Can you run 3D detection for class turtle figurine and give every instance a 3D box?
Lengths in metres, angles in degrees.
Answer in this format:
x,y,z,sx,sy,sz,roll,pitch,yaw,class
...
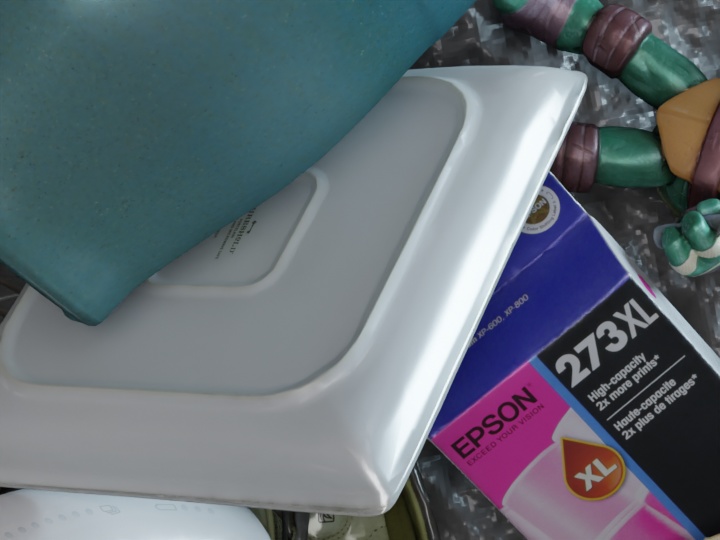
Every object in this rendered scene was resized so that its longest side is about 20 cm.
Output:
x,y,z,sx,sy,sz,roll,pitch,yaw,class
0.138,-0.051,0.970,0.199,0.101,0.150,17,60,17,turtle figurine

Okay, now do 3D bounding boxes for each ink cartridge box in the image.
x,y,z,sx,sy,sz,roll,pitch,yaw,class
0.091,0.059,0.946,0.095,0.037,0.200,-39,113,10,ink cartridge box

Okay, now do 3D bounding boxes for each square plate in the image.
x,y,z,sx,sy,sz,roll,pitch,yaw,class
-0.041,-0.004,0.910,0.197,0.029,0.201,1,48,32,square plate

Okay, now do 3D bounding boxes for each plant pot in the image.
x,y,z,sx,sy,sz,roll,pitch,yaw,class
-0.083,-0.092,0.871,0.200,0.200,0.188,38,87,3,plant pot

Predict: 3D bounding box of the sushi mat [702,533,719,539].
x,y,z,sx,sy,sz,roll,pitch,yaw,class
0.145,0.139,0.929,0.199,0.012,0.096,-24,84,19,sushi mat

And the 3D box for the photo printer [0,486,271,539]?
x,y,z,sx,sy,sz,roll,pitch,yaw,class
-0.085,0.171,0.888,0.166,0.069,0.201,-5,73,-41,photo printer

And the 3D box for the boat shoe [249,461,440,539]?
x,y,z,sx,sy,sz,roll,pitch,yaw,class
0.003,0.131,0.952,0.071,0.066,0.202,-7,70,-18,boat shoe

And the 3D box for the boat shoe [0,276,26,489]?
x,y,z,sx,sy,sz,roll,pitch,yaw,class
-0.154,0.050,0.988,0.199,0.076,0.072,0,120,-8,boat shoe
